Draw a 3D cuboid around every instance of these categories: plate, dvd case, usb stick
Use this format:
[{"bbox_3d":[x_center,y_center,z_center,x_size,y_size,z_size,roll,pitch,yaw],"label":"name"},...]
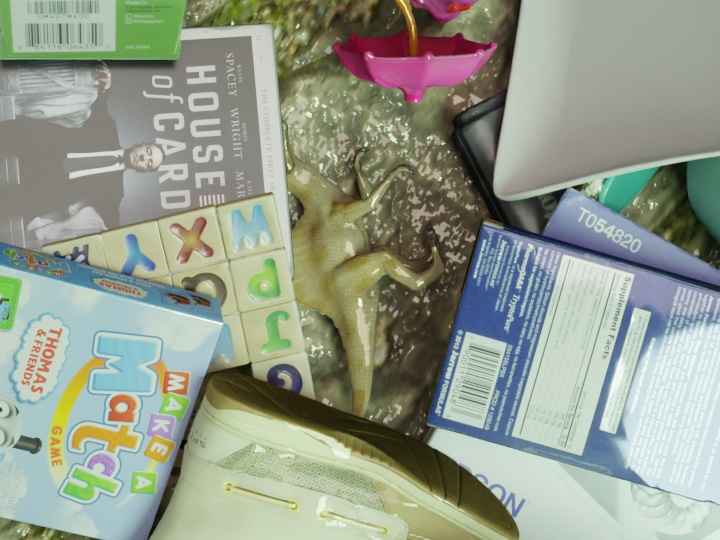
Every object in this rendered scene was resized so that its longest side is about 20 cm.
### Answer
[{"bbox_3d":[0.178,-0.137,1.089,0.032,0.199,0.201,37,54,-43],"label":"plate"},{"bbox_3d":[-0.142,-0.060,1.059,0.198,0.025,0.152,-5,88,-9],"label":"dvd case"},{"bbox_3d":[0.121,-0.014,1.139,0.055,0.033,0.201,-27,87,-10],"label":"usb stick"}]

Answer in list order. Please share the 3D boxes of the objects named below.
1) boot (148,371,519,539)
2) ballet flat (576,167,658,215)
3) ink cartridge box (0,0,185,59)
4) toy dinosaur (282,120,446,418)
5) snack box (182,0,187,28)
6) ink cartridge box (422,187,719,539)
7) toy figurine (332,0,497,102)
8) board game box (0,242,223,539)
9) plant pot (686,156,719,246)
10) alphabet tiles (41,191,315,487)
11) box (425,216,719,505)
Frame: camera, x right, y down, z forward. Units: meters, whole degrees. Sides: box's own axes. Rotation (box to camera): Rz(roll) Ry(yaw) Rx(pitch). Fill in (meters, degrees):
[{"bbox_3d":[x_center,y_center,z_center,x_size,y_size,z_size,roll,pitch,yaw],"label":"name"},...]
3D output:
[{"bbox_3d":[-0.024,0.162,1.059,0.199,0.072,0.156,24,103,-11],"label":"boot"},{"bbox_3d":[0.185,-0.116,1.154,0.064,0.076,0.200,33,73,29],"label":"ballet flat"},{"bbox_3d":[-0.159,-0.214,1.063,0.103,0.059,0.201,-1,55,-10],"label":"ink cartridge box"},{"bbox_3d":[0.000,0.000,1.120,0.100,0.058,0.202,-19,80,5],"label":"toy dinosaur"},{"bbox_3d":[-0.175,-0.100,1.100,0.141,0.053,0.202,2,82,-9],"label":"snack box"},{"bbox_3d":[0.158,0.085,1.098,0.199,0.041,0.201,28,97,-3],"label":"ink cartridge box"},{"bbox_3d":[0.024,-0.196,1.091,0.200,0.150,0.184,-40,117,1],"label":"toy figurine"},{"bbox_3d":[-0.193,0.063,1.029,0.198,0.037,0.152,14,110,-18],"label":"board game box"},{"bbox_3d":[0.273,-0.065,1.105,0.134,0.200,0.202,13,79,27],"label":"plant pot"},{"bbox_3d":[-0.130,0.053,1.061,0.198,0.008,0.168,-13,116,-5],"label":"alphabet tiles"},{"bbox_3d":[0.148,0.056,1.058,0.198,0.032,0.122,16,97,1],"label":"box"}]
